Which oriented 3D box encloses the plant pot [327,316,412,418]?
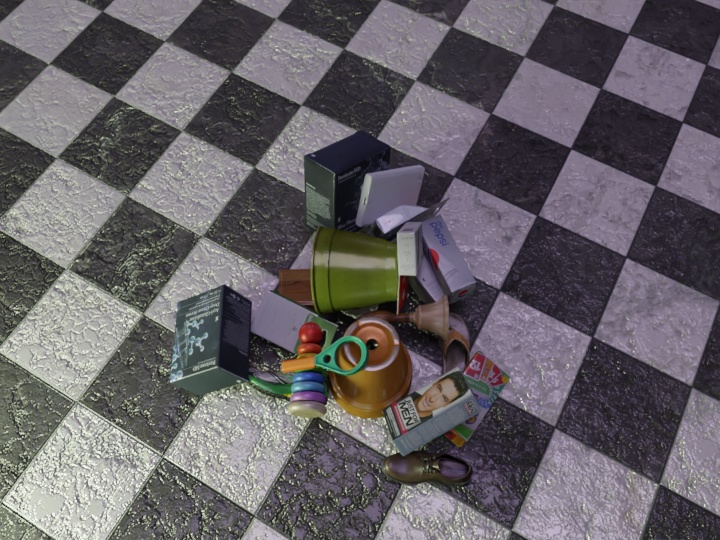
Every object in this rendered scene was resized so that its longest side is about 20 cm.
[{"bbox_3d":[0.023,0.201,1.631,0.195,0.184,0.204,0,61,0],"label":"plant pot"}]

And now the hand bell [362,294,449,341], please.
[{"bbox_3d":[0.101,0.109,1.686,0.195,0.105,0.106,0,60,1],"label":"hand bell"}]

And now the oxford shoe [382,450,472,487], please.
[{"bbox_3d":[0.144,0.416,1.572,0.195,0.085,0.074,1,62,2],"label":"oxford shoe"}]

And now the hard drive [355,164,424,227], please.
[{"bbox_3d":[0.075,-0.187,1.831,0.198,0.134,0.026,-16,38,-43],"label":"hard drive"}]

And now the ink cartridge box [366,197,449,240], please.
[{"bbox_3d":[0.112,-0.130,1.827,0.198,0.163,0.058,-34,84,-16],"label":"ink cartridge box"}]

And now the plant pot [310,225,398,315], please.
[{"bbox_3d":[0.000,0.000,1.676,0.188,0.202,0.204,0,60,10],"label":"plant pot"}]

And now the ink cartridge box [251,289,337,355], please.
[{"bbox_3d":[-0.150,0.134,1.717,0.197,0.059,0.106,24,91,14],"label":"ink cartridge box"}]

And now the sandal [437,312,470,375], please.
[{"bbox_3d":[0.220,0.188,1.714,0.078,0.054,0.204,2,61,1],"label":"sandal"}]

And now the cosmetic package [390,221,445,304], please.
[{"bbox_3d":[0.165,-0.008,1.807,0.112,0.082,0.201,-33,67,-15],"label":"cosmetic package"}]

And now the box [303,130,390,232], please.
[{"bbox_3d":[-0.033,-0.207,1.809,0.117,0.203,0.195,32,47,34],"label":"box"}]

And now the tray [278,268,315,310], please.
[{"bbox_3d":[-0.102,0.046,1.801,0.195,0.037,0.101,-2,61,-1],"label":"tray"}]

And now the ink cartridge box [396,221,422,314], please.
[{"bbox_3d":[0.113,-0.010,1.652,0.044,0.200,0.181,0,100,9],"label":"ink cartridge box"}]

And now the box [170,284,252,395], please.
[{"bbox_3d":[-0.336,0.159,1.663,0.146,0.107,0.204,-19,57,26],"label":"box"}]

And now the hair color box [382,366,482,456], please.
[{"bbox_3d":[0.153,0.303,1.588,0.197,0.061,0.100,-30,33,4],"label":"hair color box"}]

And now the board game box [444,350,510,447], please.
[{"bbox_3d":[0.247,0.290,1.656,0.095,0.030,0.201,39,73,2],"label":"board game box"}]

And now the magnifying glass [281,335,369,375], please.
[{"bbox_3d":[-0.075,0.188,1.543,0.196,0.022,0.081,-13,65,20],"label":"magnifying glass"}]

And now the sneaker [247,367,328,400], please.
[{"bbox_3d":[-0.166,0.248,1.662,0.195,0.078,0.087,11,73,-4],"label":"sneaker"}]

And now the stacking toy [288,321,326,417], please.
[{"bbox_3d":[-0.111,0.213,1.605,0.083,0.086,0.205,1,67,0],"label":"stacking toy"}]

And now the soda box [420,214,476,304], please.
[{"bbox_3d":[0.200,-0.028,1.735,0.067,0.064,0.203,-20,63,-8],"label":"soda box"}]
